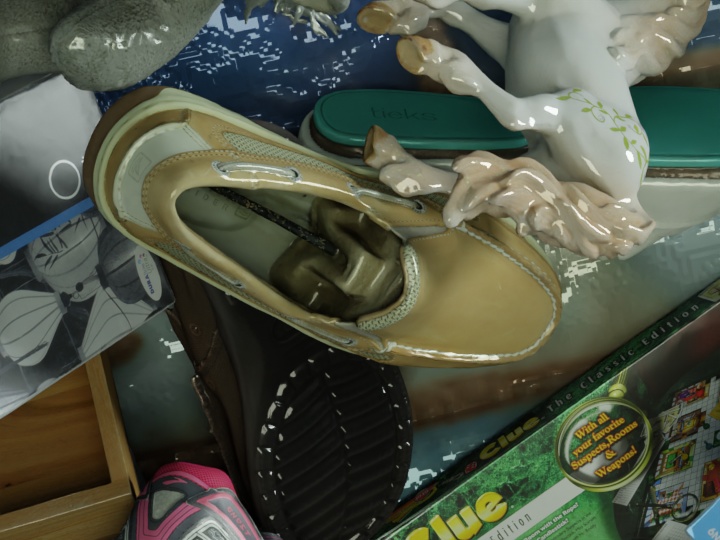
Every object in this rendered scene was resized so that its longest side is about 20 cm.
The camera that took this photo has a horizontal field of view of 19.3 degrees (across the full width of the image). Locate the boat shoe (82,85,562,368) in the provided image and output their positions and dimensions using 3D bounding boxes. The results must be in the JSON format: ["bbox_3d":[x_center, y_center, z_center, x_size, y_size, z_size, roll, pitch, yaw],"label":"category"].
[{"bbox_3d":[0.000,0.000,0.732,0.199,0.076,0.072,16,103,-34],"label":"boat shoe"}]

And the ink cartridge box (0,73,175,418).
[{"bbox_3d":[-0.154,0.011,0.712,0.200,0.039,0.100,-36,113,-42],"label":"ink cartridge box"}]

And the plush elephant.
[{"bbox_3d":[-0.063,-0.151,0.709,0.199,0.166,0.155,6,145,-24],"label":"plush elephant"}]

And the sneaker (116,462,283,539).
[{"bbox_3d":[-0.033,0.144,0.805,0.080,0.075,0.200,2,151,22],"label":"sneaker"}]

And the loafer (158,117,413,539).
[{"bbox_3d":[-0.034,0.025,0.817,0.073,0.071,0.201,-25,121,-23],"label":"loafer"}]

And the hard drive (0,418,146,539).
[{"bbox_3d":[-0.130,0.161,0.846,0.134,0.042,0.201,-17,106,-3],"label":"hard drive"}]

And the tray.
[{"bbox_3d":[-0.187,0.075,0.791,0.199,0.099,0.037,-17,149,-2],"label":"tray"}]

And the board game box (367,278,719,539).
[{"bbox_3d":[0.112,0.091,0.870,0.199,0.023,0.105,-34,108,2],"label":"board game box"}]

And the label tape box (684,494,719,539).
[{"bbox_3d":[0.225,0.074,0.839,0.200,0.066,0.143,-44,106,-7],"label":"label tape box"}]

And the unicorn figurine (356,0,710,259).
[{"bbox_3d":[0.071,-0.079,0.770,0.136,0.074,0.201,12,59,-13],"label":"unicorn figurine"}]

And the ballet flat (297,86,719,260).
[{"bbox_3d":[0.074,-0.035,0.819,0.198,0.069,0.070,0,105,-3],"label":"ballet flat"}]
